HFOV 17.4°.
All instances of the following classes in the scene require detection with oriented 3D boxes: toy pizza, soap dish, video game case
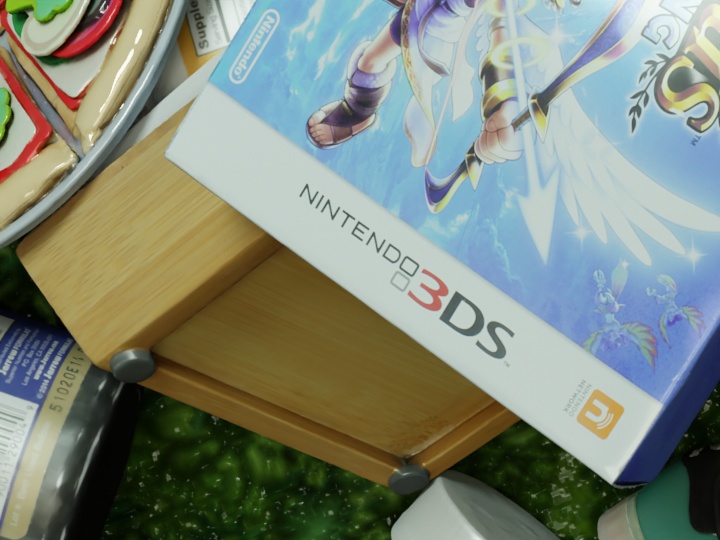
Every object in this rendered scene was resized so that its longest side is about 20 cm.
[{"bbox_3d":[-0.143,-0.092,0.886,0.200,0.200,0.032,-45,133,11],"label":"toy pizza"},{"bbox_3d":[0.000,0.000,0.864,0.157,0.082,0.199,-36,137,29],"label":"soap dish"},{"bbox_3d":[0.064,-0.068,0.709,0.181,0.045,0.201,35,100,20],"label":"video game case"}]

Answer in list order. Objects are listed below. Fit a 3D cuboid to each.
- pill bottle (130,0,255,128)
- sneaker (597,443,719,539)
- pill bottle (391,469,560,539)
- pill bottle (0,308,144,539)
[{"bbox_3d":[-0.014,-0.090,0.901,0.199,0.109,0.110,-18,97,9],"label":"pill bottle"},{"bbox_3d":[0.166,0.155,0.899,0.080,0.071,0.201,-42,62,28],"label":"sneaker"},{"bbox_3d":[0.006,0.184,0.942,0.109,0.110,0.200,37,100,-1],"label":"pill bottle"},{"bbox_3d":[-0.196,0.056,0.942,0.199,0.112,0.112,19,100,3],"label":"pill bottle"}]
